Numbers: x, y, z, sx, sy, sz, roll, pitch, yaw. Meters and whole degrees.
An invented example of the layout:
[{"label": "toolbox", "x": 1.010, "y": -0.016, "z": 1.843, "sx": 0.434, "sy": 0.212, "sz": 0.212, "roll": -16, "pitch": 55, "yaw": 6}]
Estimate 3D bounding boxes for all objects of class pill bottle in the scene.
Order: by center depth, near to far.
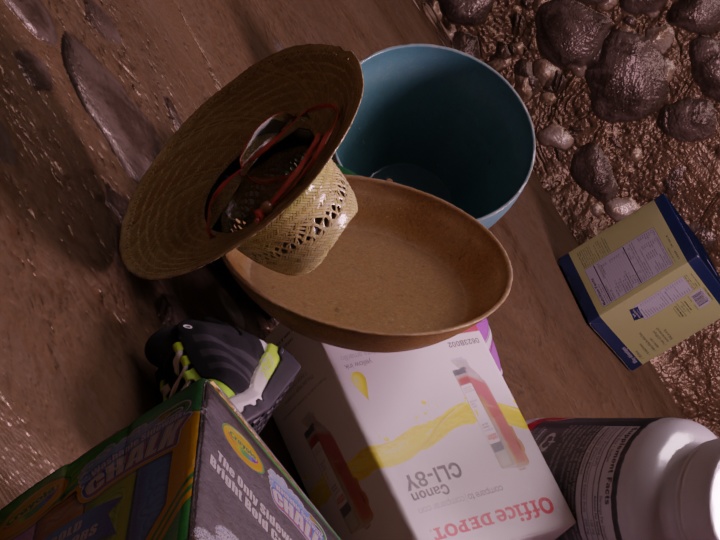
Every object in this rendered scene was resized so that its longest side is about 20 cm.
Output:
[{"label": "pill bottle", "x": 0.188, "y": 0.156, "z": 1.267, "sx": 0.110, "sy": 0.199, "sz": 0.112, "roll": 3, "pitch": 85, "yaw": -39}]

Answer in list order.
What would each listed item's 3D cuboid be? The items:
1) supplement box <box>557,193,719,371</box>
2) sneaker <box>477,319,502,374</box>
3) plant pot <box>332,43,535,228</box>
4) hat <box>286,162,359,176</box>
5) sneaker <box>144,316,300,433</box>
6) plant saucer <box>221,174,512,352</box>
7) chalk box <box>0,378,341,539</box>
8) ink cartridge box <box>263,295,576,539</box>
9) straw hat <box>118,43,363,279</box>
[{"label": "supplement box", "x": 0.453, "y": 0.022, "z": 2.923, "sx": 0.200, "sy": 0.199, "sz": 0.135, "roll": 42, "pitch": 20, "yaw": -51}, {"label": "sneaker", "x": 0.045, "y": 0.073, "z": 1.405, "sx": 0.200, "sy": 0.072, "sz": 0.116, "roll": -42, "pitch": 126, "yaw": -59}, {"label": "plant pot", "x": 0.057, "y": -0.096, "z": 1.778, "sx": 0.135, "sy": 0.198, "sz": 0.201, "roll": 108, "pitch": -40, "yaw": -59}, {"label": "hat", "x": -0.060, "y": 0.024, "z": 1.372, "sx": 0.198, "sy": 0.177, "sz": 0.166, "roll": 22, "pitch": 29, "yaw": 2}, {"label": "sneaker", "x": -0.096, "y": 0.073, "z": 1.063, "sx": 0.082, "sy": 0.072, "sz": 0.200, "roll": 34, "pitch": 12, "yaw": 2}, {"label": "plant saucer", "x": 0.000, "y": 0.000, "z": 1.216, "sx": 0.201, "sy": 0.198, "sz": 0.036, "roll": -100, "pitch": -162, "yaw": -58}, {"label": "chalk box", "x": -0.081, "y": 0.143, "z": 0.789, "sx": 0.125, "sy": 0.123, "sz": 0.200, "roll": 53, "pitch": 13, "yaw": -20}, {"label": "ink cartridge box", "x": 0.035, "y": 0.115, "z": 1.245, "sx": 0.144, "sy": 0.083, "sz": 0.201, "roll": -9, "pitch": 64, "yaw": -41}, {"label": "straw hat", "x": -0.050, "y": -0.043, "z": 1.144, "sx": 0.085, "sy": 0.200, "sz": 0.202, "roll": 44, "pitch": 18, "yaw": -29}]
